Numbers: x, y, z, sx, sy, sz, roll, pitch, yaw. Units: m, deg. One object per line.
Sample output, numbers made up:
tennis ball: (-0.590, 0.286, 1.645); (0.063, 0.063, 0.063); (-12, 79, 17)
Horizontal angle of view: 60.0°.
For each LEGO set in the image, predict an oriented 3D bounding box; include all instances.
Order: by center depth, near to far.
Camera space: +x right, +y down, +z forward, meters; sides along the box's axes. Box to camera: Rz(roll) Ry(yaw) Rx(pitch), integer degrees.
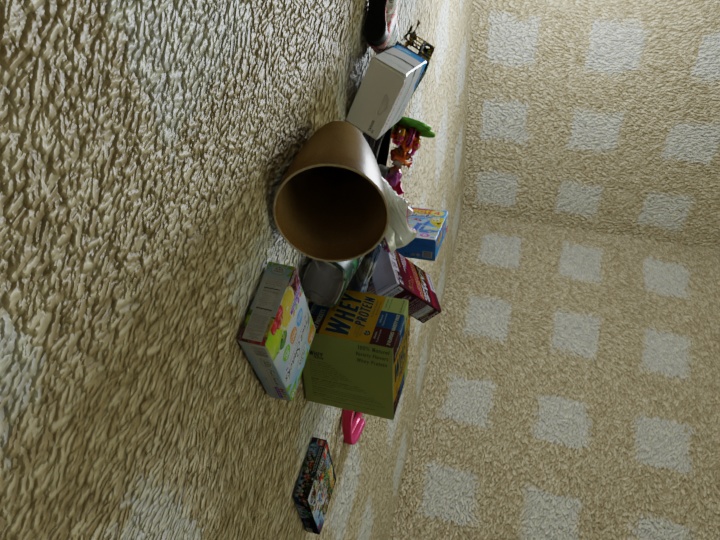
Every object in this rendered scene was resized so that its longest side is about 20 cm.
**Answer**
LEGO set: (0.099, -0.507, 1.542); (0.154, 0.114, 0.203); (-50, -166, 55)

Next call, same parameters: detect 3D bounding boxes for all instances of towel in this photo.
towel: (0.000, 0.000, 1.361); (0.148, 0.023, 0.205); (-108, -148, -62)

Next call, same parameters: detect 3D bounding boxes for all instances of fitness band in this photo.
fitness band: (-0.012, 0.389, 1.720); (0.200, 0.036, 0.148); (-53, 149, -65)

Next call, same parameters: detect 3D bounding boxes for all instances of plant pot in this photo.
plant pot: (-0.043, -0.153, 1.030); (0.203, 0.180, 0.190); (-88, 175, -46)

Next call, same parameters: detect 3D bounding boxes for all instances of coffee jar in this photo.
coffee jar: (-0.042, -0.024, 1.218); (0.106, 0.084, 0.201); (-65, 178, 35)

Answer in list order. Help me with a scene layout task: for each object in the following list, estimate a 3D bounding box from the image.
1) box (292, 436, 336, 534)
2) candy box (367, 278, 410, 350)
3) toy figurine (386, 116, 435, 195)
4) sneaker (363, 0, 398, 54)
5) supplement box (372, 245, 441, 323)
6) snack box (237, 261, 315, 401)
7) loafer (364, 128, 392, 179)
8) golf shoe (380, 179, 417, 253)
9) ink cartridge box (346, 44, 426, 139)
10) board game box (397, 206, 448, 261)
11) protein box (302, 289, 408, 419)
box: (-0.101, 0.492, 1.417); (0.203, 0.037, 0.139); (83, 21, -48)
candy box: (0.063, 0.090, 1.430); (0.116, 0.055, 0.202); (49, 27, -24)
toy figurine: (0.095, -0.268, 1.531); (0.200, 0.146, 0.189); (-139, -113, -77)
sneaker: (0.055, -0.571, 1.337); (0.108, 0.065, 0.208); (4, 98, -77)
supplement box: (0.103, 0.033, 1.430); (0.199, 0.060, 0.111); (32, 35, -47)
snack box: (-0.130, 0.104, 1.025); (0.202, 0.051, 0.145); (80, 24, -54)
loafer: (0.041, -0.255, 1.448); (0.072, 0.061, 0.207); (-12, 105, -67)
golf shoe: (0.061, -0.145, 1.344); (0.075, 0.089, 0.206); (-141, -146, -81)
ink cartridge box: (0.058, -0.384, 1.329); (0.147, 0.083, 0.201); (-63, 176, 30)
board game box: (0.115, -0.102, 1.596); (0.197, 0.194, 0.057); (-57, 152, -59)
protein box: (-0.009, 0.164, 1.259); (0.136, 0.193, 0.204); (-65, 158, -48)
